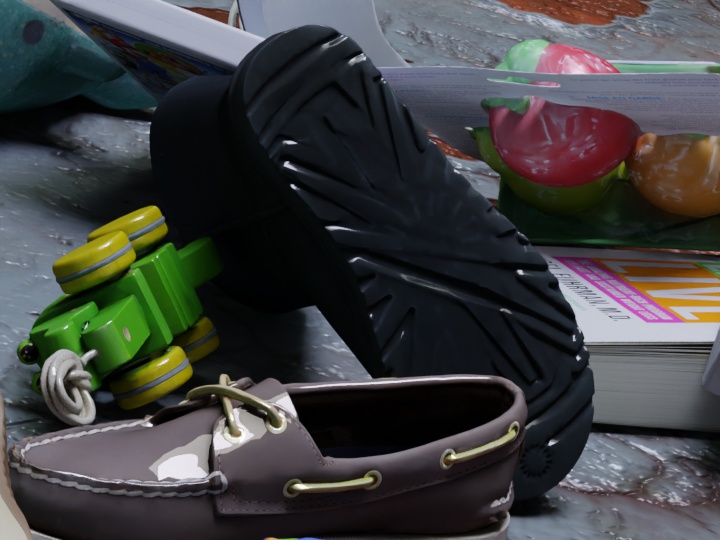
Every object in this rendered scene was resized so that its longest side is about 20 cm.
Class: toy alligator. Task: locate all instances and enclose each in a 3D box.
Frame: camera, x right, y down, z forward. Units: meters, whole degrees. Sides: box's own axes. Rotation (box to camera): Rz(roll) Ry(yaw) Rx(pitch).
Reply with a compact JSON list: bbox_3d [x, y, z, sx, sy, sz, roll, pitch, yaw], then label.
[{"bbox_3d":[-0.098,0.024,1.019,0.054,0.059,0.200,-23,9,18],"label":"toy alligator"}]

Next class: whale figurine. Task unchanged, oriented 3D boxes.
[{"bbox_3d":[-0.170,-0.110,1.320,0.159,0.104,0.200,26,-3,33],"label":"whale figurine"}]

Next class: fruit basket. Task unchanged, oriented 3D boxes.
[{"bbox_3d":[0.111,-0.068,1.262,0.184,0.094,0.200,3,-16,29],"label":"fruit basket"}]

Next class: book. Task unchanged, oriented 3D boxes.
[{"bbox_3d":[0.131,0.026,1.204,0.199,0.048,0.134,2,19,-26],"label":"book"}]

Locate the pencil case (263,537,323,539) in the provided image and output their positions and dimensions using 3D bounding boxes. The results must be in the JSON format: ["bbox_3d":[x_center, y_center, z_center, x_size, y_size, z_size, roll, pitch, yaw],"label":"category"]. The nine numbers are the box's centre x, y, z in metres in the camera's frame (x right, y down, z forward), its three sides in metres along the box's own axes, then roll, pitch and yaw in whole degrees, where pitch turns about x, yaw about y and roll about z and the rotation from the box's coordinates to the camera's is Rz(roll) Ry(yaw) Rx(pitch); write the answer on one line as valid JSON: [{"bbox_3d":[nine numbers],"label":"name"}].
[{"bbox_3d":[0.048,0.120,0.802,0.199,0.078,0.087,7,49,-23],"label":"pencil case"}]

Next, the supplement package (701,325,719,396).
[{"bbox_3d":[0.260,0.007,1.125,0.199,0.111,0.156,24,39,3],"label":"supplement package"}]

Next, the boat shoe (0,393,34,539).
[{"bbox_3d":[-0.140,0.069,0.826,0.064,0.072,0.200,8,21,-21],"label":"boat shoe"}]

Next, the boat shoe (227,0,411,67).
[{"bbox_3d":[-0.029,-0.102,1.295,0.063,0.071,0.200,22,-16,24],"label":"boat shoe"}]

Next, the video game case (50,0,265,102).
[{"bbox_3d":[-0.041,-0.071,1.246,0.143,0.018,0.200,22,-8,21],"label":"video game case"}]

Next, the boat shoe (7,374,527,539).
[{"bbox_3d":[-0.031,0.064,0.938,0.199,0.060,0.072,3,22,-31],"label":"boat shoe"}]

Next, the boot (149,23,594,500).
[{"bbox_3d":[0.000,0.000,1.093,0.076,0.200,0.168,-36,5,-15],"label":"boot"}]
